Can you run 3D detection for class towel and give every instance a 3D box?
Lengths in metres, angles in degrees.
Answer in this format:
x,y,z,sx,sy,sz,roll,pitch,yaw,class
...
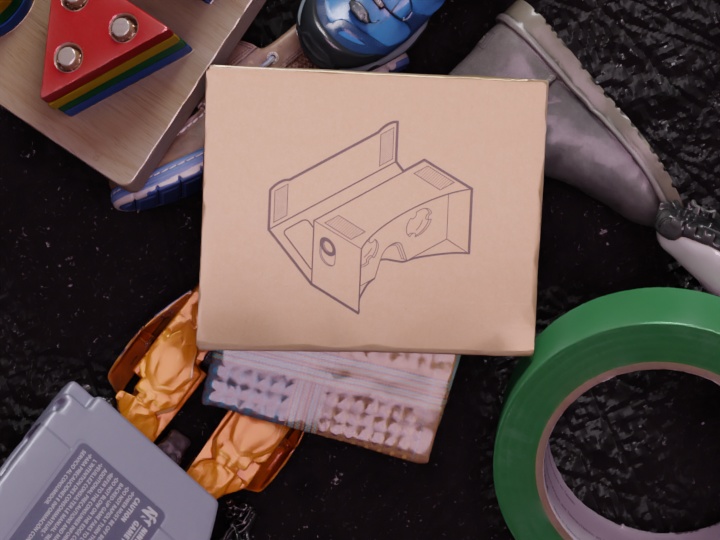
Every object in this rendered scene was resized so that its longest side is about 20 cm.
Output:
x,y,z,sx,sy,sz,roll,pitch,yaw,class
0.000,0.000,1.570,0.146,0.022,0.201,16,94,-5,towel

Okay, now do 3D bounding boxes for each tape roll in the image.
x,y,z,sx,sy,sz,roll,pitch,yaw,class
0.179,0.109,1.583,0.199,0.048,0.202,3,116,7,tape roll

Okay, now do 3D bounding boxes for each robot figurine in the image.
x,y,z,sx,sy,sz,roll,pitch,yaw,class
-0.108,0.104,1.605,0.145,0.058,0.200,38,88,-3,robot figurine

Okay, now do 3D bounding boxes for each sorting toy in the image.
x,y,z,sx,sy,sz,roll,pitch,yaw,class
-0.163,-0.184,1.560,0.199,0.070,0.199,33,89,18,sorting toy

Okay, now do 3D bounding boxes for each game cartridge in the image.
x,y,z,sx,sy,sz,roll,pitch,yaw,class
-0.167,0.174,1.502,0.133,0.041,0.200,40,52,-6,game cartridge

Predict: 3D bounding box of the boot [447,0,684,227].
x,y,z,sx,sy,sz,roll,pitch,yaw,class
0.070,-0.041,1.609,0.200,0.073,0.182,-42,89,-5,boot

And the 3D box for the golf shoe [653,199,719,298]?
x,y,z,sx,sy,sz,roll,pitch,yaw,class
0.241,0.037,1.600,0.200,0.078,0.095,35,103,-19,golf shoe

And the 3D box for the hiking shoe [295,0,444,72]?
x,y,z,sx,sy,sz,roll,pitch,yaw,class
0.040,-0.193,1.570,0.074,0.087,0.200,46,66,4,hiking shoe

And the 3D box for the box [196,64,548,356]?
x,y,z,sx,sy,sz,roll,pitch,yaw,class
0.007,-0.033,1.546,0.198,0.021,0.165,2,96,-5,box

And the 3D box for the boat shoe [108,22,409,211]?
x,y,z,sx,sy,sz,roll,pitch,yaw,class
-0.072,-0.105,1.605,0.199,0.072,0.073,-30,87,-13,boat shoe
